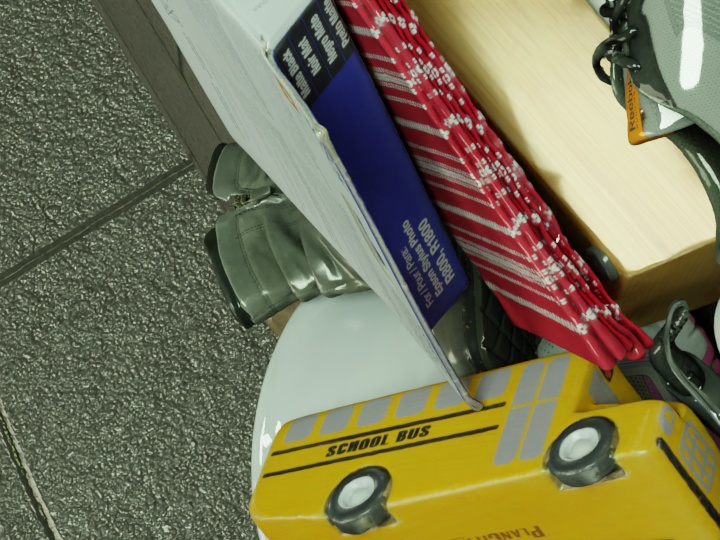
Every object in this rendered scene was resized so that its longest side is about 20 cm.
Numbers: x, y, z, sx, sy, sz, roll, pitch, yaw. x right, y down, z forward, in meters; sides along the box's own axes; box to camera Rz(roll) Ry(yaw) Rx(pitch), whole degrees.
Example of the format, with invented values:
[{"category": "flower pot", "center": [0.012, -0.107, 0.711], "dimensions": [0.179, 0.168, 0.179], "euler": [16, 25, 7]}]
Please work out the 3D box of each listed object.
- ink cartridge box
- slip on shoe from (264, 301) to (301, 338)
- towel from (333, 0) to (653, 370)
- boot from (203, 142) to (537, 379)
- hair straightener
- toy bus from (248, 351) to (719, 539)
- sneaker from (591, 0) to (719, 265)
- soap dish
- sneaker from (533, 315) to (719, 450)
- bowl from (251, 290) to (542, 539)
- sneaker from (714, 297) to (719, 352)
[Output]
[{"category": "ink cartridge box", "center": [-0.020, -0.064, 0.950], "dimensions": [0.200, 0.041, 0.200], "euler": [50, 173, 37]}, {"category": "slip on shoe", "center": [0.028, 0.035, 1.231], "dimensions": [0.060, 0.076, 0.200], "euler": [1, 170, 41]}, {"category": "towel", "center": [0.031, -0.051, 0.928], "dimensions": [0.200, 0.022, 0.145], "euler": [55, 174, -12]}, {"category": "boot", "center": [0.000, 0.000, 1.089], "dimensions": [0.068, 0.130, 0.200], "euler": [56, -165, -42]}, {"category": "hair straightener", "center": [0.181, 0.081, 0.958], "dimensions": [0.200, 0.041, 0.077], "euler": [47, 178, -28]}, {"category": "toy bus", "center": [0.052, 0.085, 0.984], "dimensions": [0.065, 0.199, 0.078], "euler": [52, -140, -29]}, {"category": "sneaker", "center": [0.103, -0.092, 0.779], "dimensions": [0.201, 0.079, 0.074], "euler": [60, 175, 1]}, {"category": "soap dish", "center": [0.075, -0.068, 0.978], "dimensions": [0.200, 0.081, 0.157], "euler": [50, 172, 9]}, {"category": "sneaker", "center": [0.145, 0.082, 1.092], "dimensions": [0.200, 0.088, 0.081], "euler": [41, 177, -13]}, {"category": "bowl", "center": [0.048, 0.089, 1.141], "dimensions": [0.090, 0.201, 0.201], "euler": [2, 131, 42]}, {"category": "sneaker", "center": [0.195, 0.068, 0.865], "dimensions": [0.200, 0.076, 0.081], "euler": [55, 163, 17]}]
